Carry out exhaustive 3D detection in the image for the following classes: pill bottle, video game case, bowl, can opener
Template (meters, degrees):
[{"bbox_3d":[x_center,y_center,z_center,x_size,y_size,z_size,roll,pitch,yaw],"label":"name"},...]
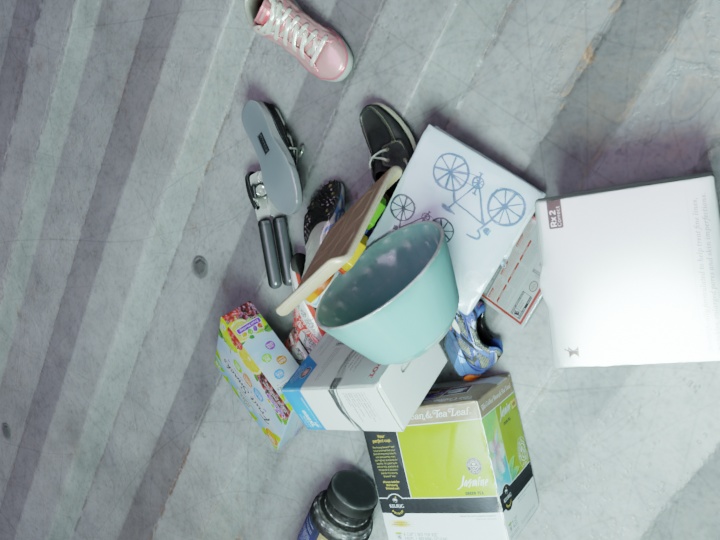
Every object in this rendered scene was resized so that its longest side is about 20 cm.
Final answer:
[{"bbox_3d":[-0.044,0.439,1.175,0.111,0.111,0.204,33,115,24],"label":"pill bottle"},{"bbox_3d":[0.185,-0.035,0.998,0.199,0.017,0.145,38,117,23],"label":"video game case"},{"bbox_3d":[0.048,0.042,0.905,0.198,0.202,0.106,-23,115,34],"label":"bowl"},{"bbox_3d":[-0.151,-0.072,1.207,0.066,0.051,0.206,169,90,-68],"label":"can opener"}]

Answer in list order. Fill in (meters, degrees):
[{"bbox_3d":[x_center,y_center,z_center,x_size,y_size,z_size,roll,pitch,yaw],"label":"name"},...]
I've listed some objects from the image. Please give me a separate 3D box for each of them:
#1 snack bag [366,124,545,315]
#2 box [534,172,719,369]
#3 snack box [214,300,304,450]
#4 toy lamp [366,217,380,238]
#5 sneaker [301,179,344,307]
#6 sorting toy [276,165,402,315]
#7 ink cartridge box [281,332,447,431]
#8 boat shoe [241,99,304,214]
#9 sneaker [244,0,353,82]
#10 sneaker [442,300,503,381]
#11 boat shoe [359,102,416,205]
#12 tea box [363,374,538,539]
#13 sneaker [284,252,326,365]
[{"bbox_3d":[0.125,-0.065,0.968,0.186,0.021,0.203,31,100,9],"label":"snack bag"},{"bbox_3d":[0.322,0.000,0.833,0.195,0.130,0.205,-6,95,28],"label":"box"},{"bbox_3d":[-0.166,0.182,1.204,0.201,0.067,0.170,51,148,18],"label":"snack box"},{"bbox_3d":[0.000,0.000,1.106,0.057,0.058,0.206,18,107,30],"label":"toy lamp"},{"bbox_3d":[-0.051,-0.041,1.126,0.071,0.072,0.206,1,80,43],"label":"sneaker"},{"bbox_3d":[-0.024,-0.035,0.965,0.036,0.202,0.185,39,141,-9],"label":"sorting toy"},{"bbox_3d":[0.005,0.149,1.012,0.197,0.145,0.085,-11,118,44],"label":"ink cartridge box"},{"bbox_3d":[-0.131,-0.186,1.156,0.073,0.067,0.203,-39,70,36],"label":"boat shoe"},{"bbox_3d":[-0.104,-0.365,1.086,0.200,0.104,0.076,47,117,17],"label":"sneaker"},{"bbox_3d":[0.140,0.053,1.010,0.078,0.075,0.203,-29,93,33],"label":"sneaker"},{"bbox_3d":[0.045,-0.159,1.036,0.072,0.067,0.204,-37,71,44],"label":"boat shoe"},{"bbox_3d":[0.128,0.272,1.018,0.196,0.133,0.203,-12,92,34],"label":"tea box"},{"bbox_3d":[-0.096,0.083,1.177,0.107,0.067,0.205,-28,85,31],"label":"sneaker"}]
